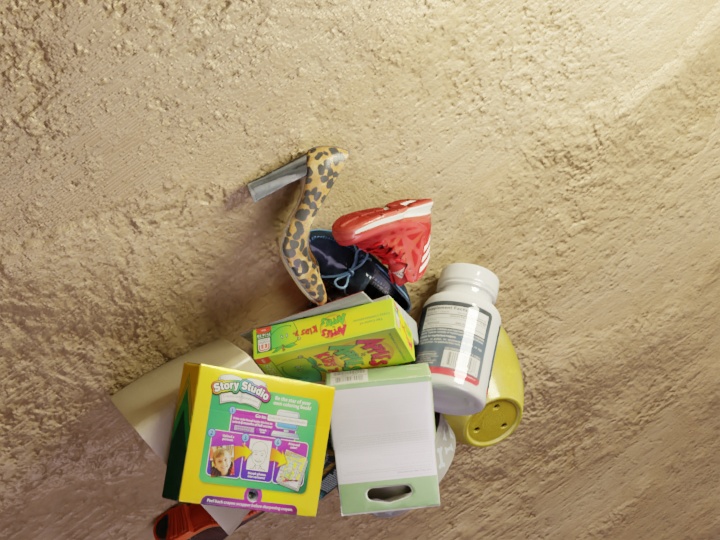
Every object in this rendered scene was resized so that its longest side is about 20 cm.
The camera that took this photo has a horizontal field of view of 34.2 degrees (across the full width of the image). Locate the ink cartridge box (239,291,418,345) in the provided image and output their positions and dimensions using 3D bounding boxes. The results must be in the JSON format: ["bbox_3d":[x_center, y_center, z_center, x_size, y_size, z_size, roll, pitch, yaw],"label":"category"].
[{"bbox_3d":[-0.044,0.081,1.644,0.200,0.044,0.174,-19,143,20],"label":"ink cartridge box"}]

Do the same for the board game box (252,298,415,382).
[{"bbox_3d":[-0.036,0.102,1.594,0.199,0.048,0.102,-13,146,12],"label":"board game box"}]

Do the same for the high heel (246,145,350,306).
[{"bbox_3d":[-0.046,-0.060,1.550,0.142,0.071,0.200,-26,106,0],"label":"high heel"}]

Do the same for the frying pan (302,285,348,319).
[{"bbox_3d":[-0.034,0.040,1.694,0.115,0.031,0.190,-21,134,-13],"label":"frying pan"}]

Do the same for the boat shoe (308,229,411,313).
[{"bbox_3d":[0.000,0.000,1.641,0.200,0.069,0.084,24,100,-32],"label":"boat shoe"}]

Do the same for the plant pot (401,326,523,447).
[{"bbox_3d":[0.176,0.193,1.834,0.199,0.142,0.200,-13,129,-17],"label":"plant pot"}]

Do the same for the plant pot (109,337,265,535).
[{"bbox_3d":[-0.199,0.208,1.608,0.177,0.200,0.200,-41,109,-13],"label":"plant pot"}]

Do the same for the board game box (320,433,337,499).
[{"bbox_3d":[-0.074,0.301,1.832,0.135,0.028,0.200,-38,148,4],"label":"board game box"}]

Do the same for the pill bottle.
[{"bbox_3d":[0.141,0.098,1.703,0.119,0.200,0.120,12,153,6],"label":"pill bottle"}]

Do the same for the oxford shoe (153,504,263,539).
[{"bbox_3d":[-0.220,0.385,1.827,0.199,0.071,0.073,-20,140,10],"label":"oxford shoe"}]

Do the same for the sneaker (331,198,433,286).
[{"bbox_3d":[0.041,-0.028,1.578,0.200,0.078,0.116,-18,105,-48],"label":"sneaker"}]

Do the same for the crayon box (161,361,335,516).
[{"bbox_3d":[-0.142,0.219,1.507,0.200,0.058,0.173,14,79,-30],"label":"crayon box"}]

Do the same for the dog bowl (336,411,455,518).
[{"bbox_3d":[0.058,0.283,1.752,0.200,0.200,0.059,-41,110,7],"label":"dog bowl"}]

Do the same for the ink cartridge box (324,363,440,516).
[{"bbox_3d":[0.032,0.234,1.618,0.145,0.048,0.201,-6,110,0],"label":"ink cartridge box"}]
